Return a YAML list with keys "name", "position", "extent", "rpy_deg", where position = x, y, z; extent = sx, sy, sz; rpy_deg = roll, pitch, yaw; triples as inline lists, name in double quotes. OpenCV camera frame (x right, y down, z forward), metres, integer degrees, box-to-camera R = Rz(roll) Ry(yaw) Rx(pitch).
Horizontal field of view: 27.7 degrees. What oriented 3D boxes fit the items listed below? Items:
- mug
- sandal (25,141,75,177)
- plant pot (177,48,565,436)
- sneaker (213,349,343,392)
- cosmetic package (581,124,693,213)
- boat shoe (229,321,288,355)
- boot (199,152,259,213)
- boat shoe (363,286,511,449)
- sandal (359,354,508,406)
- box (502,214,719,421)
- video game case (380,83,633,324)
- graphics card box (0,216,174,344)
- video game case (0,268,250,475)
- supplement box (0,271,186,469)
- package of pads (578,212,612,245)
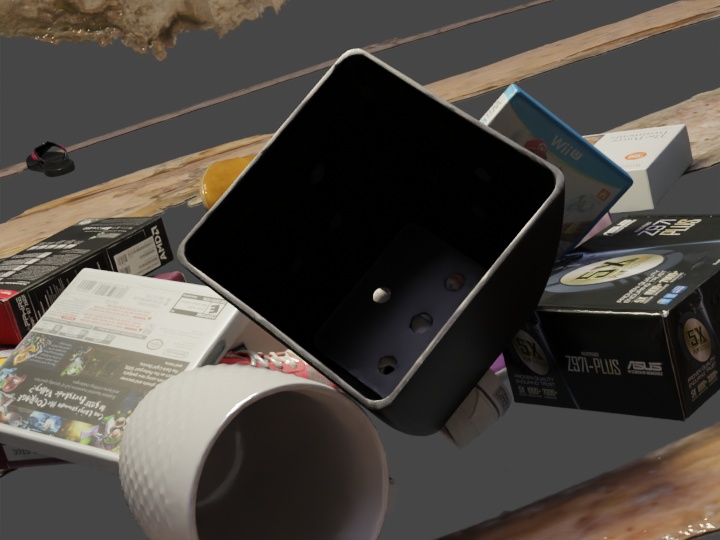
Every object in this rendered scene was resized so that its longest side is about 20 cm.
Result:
- name: "mug"
  position: [-0.066, 0.140, 1.000]
  extent: [0.198, 0.150, 0.175]
  rpy_deg: [11, -1, -32]
- name: "sandal"
  position: [-0.565, -0.208, 2.660]
  extent: [0.074, 0.046, 0.200]
  rpy_deg: [-22, 18, -19]
- name: "plant pot"
  position: [0.025, 0.004, 1.042]
  extent: [0.199, 0.178, 0.200]
  rpy_deg: [34, 77, 29]
- name: "sneaker"
  position: [-0.082, 0.095, 1.177]
  extent: [0.199, 0.088, 0.073]
  rpy_deg: [-34, 24, -25]
- name: "cosmetic package"
  position: [0.252, -0.107, 1.621]
  extent: [0.198, 0.052, 0.151]
  rpy_deg: [-5, 23, 31]
- name: "boat shoe"
  position: [-0.076, 0.054, 1.324]
  extent: [0.198, 0.075, 0.093]
  rpy_deg: [-18, 10, 33]
- name: "boot"
  position: [-0.123, -0.133, 1.988]
  extent: [0.142, 0.072, 0.201]
  rpy_deg: [-11, 12, 23]
- name: "boat shoe"
  position: [0.029, 0.074, 1.151]
  extent: [0.066, 0.072, 0.199]
  rpy_deg: [-43, 55, -17]
- name: "sandal"
  position: [0.035, 0.079, 1.223]
  extent: [0.200, 0.050, 0.082]
  rpy_deg: [-7, 19, 28]
- name: "box"
  position: [0.230, 0.029, 1.147]
  extent: [0.163, 0.087, 0.199]
  rpy_deg: [2, 24, 46]
- name: "video game case"
  position: [0.109, -0.037, 1.189]
  extent: [0.200, 0.142, 0.018]
  rpy_deg: [-49, 30, 16]
- name: "graphics card box"
  position: [-0.289, 0.007, 1.379]
  extent: [0.124, 0.051, 0.199]
  rpy_deg: [-1, 24, 41]
- name: "video game case"
  position: [-0.205, 0.076, 1.181]
  extent: [0.198, 0.024, 0.182]
  rpy_deg: [7, 48, 36]
- name: "supplement box"
  position: [-0.248, 0.090, 1.347]
  extent: [0.129, 0.104, 0.200]
  rpy_deg: [-8, 20, 27]
- name: "package of pads"
  position: [0.147, -0.025, 1.411]
  extent: [0.197, 0.077, 0.121]
  rpy_deg: [-13, 19, 6]
